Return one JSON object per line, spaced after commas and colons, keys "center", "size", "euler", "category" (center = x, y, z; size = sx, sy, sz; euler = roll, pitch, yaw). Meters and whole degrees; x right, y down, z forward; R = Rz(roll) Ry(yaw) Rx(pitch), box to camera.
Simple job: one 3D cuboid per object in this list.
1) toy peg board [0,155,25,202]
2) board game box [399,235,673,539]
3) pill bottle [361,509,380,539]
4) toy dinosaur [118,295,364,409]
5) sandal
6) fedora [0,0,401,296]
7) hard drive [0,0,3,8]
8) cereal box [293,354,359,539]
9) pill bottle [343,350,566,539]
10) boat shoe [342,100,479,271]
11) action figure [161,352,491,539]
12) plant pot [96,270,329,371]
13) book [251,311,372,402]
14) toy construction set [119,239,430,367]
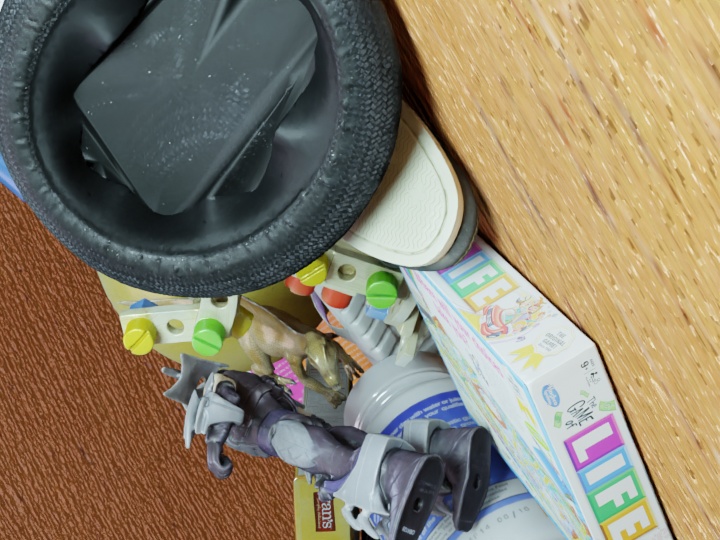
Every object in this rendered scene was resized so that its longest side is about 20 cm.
{"center": [-0.148, -0.119, 0.888], "size": [0.098, 0.200, 0.200], "euler": [39, -158, 11], "category": "toy peg board"}
{"center": [0.077, 0.055, 0.686], "size": [0.135, 0.034, 0.200], "euler": [64, 175, -27], "category": "board game box"}
{"center": [0.055, 0.184, 0.999], "size": [0.113, 0.111, 0.200], "euler": [62, -174, -10], "category": "pill bottle"}
{"center": [-0.062, 0.040, 0.944], "size": [0.199, 0.059, 0.101], "euler": [15, 158, 42], "category": "toy dinosaur"}
{"center": [-0.004, 0.005, 0.918], "size": [0.049, 0.082, 0.204], "euler": [3, 129, 45], "category": "sandal"}
{"center": [-0.069, -0.088, 0.661], "size": [0.202, 0.199, 0.092], "euler": [63, -156, -15], "category": "fedora"}
{"center": [-0.128, -0.160, 0.733], "size": [0.141, 0.198, 0.038], "euler": [63, -151, -16], "category": "hard drive"}
{"center": [-0.021, 0.161, 0.979], "size": [0.200, 0.039, 0.146], "euler": [-91, -2, -72], "category": "cereal box"}
{"center": [0.061, 0.133, 0.834], "size": [0.200, 0.111, 0.113], "euler": [55, 172, 53], "category": "pill bottle"}
{"center": [0.010, -0.054, 0.709], "size": [0.067, 0.072, 0.200], "euler": [20, -167, -33], "category": "boat shoe"}
{"center": [-0.031, 0.094, 0.775], "size": [0.199, 0.070, 0.129], "euler": [13, 180, 40], "category": "action figure"}
{"center": [-0.077, -0.040, 1.024], "size": [0.202, 0.199, 0.142], "euler": [61, 148, 1], "category": "plant pot"}
{"center": [-0.043, 0.061, 1.174], "size": [0.201, 0.133, 0.048], "euler": [52, -145, -7], "category": "book"}
{"center": [-0.029, 0.004, 0.810], "size": [0.092, 0.198, 0.132], "euler": [-110, 36, -54], "category": "toy construction set"}
